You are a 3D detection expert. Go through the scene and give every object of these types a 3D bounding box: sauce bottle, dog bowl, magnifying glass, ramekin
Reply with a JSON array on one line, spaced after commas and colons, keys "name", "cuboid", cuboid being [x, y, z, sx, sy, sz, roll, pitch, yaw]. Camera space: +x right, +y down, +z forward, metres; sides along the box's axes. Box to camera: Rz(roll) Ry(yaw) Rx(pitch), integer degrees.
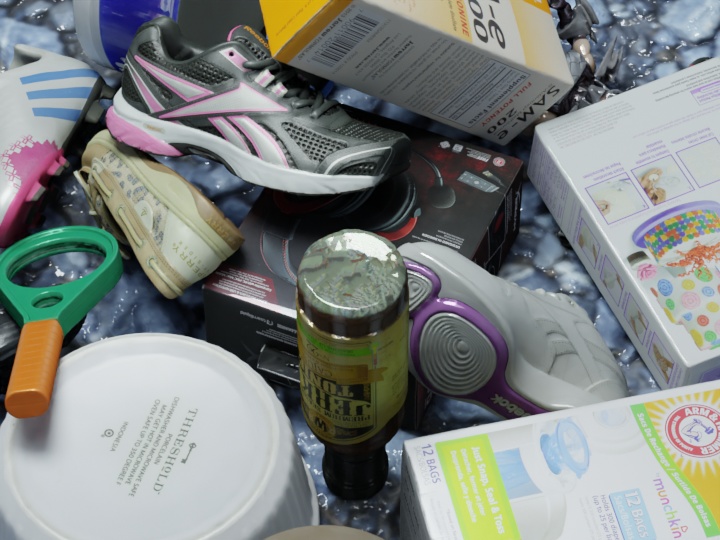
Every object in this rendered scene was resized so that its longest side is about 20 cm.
[{"name": "sauce bottle", "cuboid": [-0.003, 0.062, 1.234, 0.064, 0.201, 0.065, -1, 51, 1]}, {"name": "dog bowl", "cuboid": [-0.114, -0.223, 1.474, 0.078, 0.201, 0.201, 21, 53, 15]}, {"name": "magnifying glass", "cuboid": [-0.185, 0.027, 1.281, 0.079, 0.023, 0.200, -8, 27, 3]}, {"name": "ramekin", "cuboid": [-0.123, 0.126, 1.250, 0.201, 0.095, 0.203, -1, 49, 1]}]

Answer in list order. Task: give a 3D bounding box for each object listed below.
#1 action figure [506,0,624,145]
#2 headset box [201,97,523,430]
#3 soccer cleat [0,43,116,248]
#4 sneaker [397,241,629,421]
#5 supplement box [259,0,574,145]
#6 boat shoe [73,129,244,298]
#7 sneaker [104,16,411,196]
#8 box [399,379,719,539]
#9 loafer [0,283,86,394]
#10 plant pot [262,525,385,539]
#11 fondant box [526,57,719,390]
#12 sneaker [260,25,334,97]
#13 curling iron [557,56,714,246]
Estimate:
[{"name": "action figure", "cuboid": [0.099, -0.148, 1.498, 0.199, 0.070, 0.130, 26, 50, 17]}, {"name": "headset box", "cuboid": [0.000, 0.000, 1.367, 0.148, 0.075, 0.200, 19, 53, 16]}, {"name": "soccer cleat", "cuboid": [-0.229, -0.084, 1.420, 0.086, 0.070, 0.200, 26, 32, -4]}, {"name": "sneaker", "cuboid": [0.088, 0.042, 1.291, 0.075, 0.200, 0.100, -30, 30, 33]}, {"name": "supplement box", "cuboid": [0.030, -0.172, 1.367, 0.199, 0.073, 0.127, 17, 47, -39]}, {"name": "boat shoe", "cuboid": [-0.142, -0.037, 1.371, 0.063, 0.073, 0.200, -49, 27, -6]}, {"name": "sneaker", "cuboid": [-0.064, -0.105, 1.332, 0.199, 0.087, 0.080, 14, 19, 13]}, {"name": "box", "cuboid": [0.130, 0.149, 1.225, 0.199, 0.102, 0.113, -10, 51, -8]}, {"name": "loafer", "cuboid": [-0.262, 0.055, 1.323, 0.200, 0.068, 0.071, -29, 72, -18]}, {"name": "plant pot", "cuboid": [-0.018, 0.231, 1.112, 0.199, 0.201, 0.174, -4, 37, -3]}, {"name": "fondant box", "cuboid": [0.216, -0.027, 1.385, 0.144, 0.058, 0.201, -21, 60, -16]}, {"name": "sneaker", "cuboid": [-0.029, -0.188, 1.523, 0.070, 0.078, 0.200, 22, 53, 19]}, {"name": "curling iron", "cuboid": [0.198, -0.083, 1.468, 0.049, 0.026, 0.200, 32, 57, 28]}]
